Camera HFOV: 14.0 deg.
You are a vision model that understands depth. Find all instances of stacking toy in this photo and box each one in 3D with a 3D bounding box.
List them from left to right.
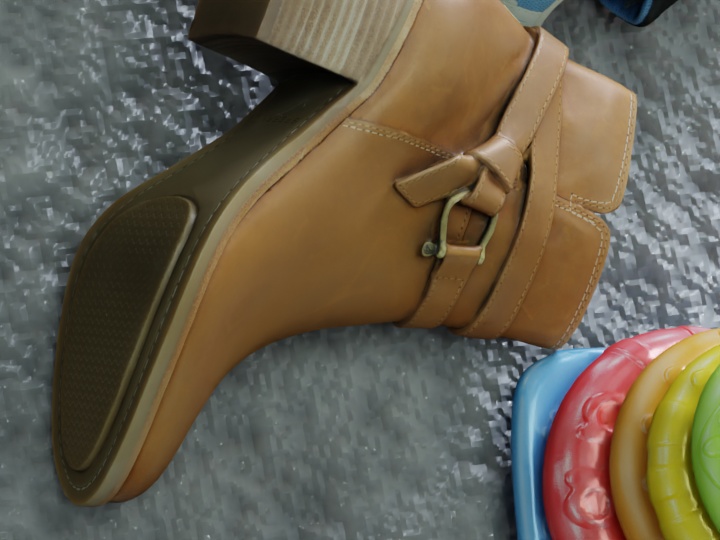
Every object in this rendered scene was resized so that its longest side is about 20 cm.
[{"bbox_3d":[0.133,0.057,0.883,0.116,0.200,0.110,2,76,-21],"label":"stacking toy"}]

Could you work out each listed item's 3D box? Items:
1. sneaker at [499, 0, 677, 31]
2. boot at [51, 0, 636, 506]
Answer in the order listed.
[{"bbox_3d":[0.113,-0.128,1.002,0.200,0.072,0.073,-19,118,-27],"label":"sneaker"},{"bbox_3d":[0.000,0.000,0.919,0.154,0.074,0.200,24,92,-32],"label":"boot"}]
